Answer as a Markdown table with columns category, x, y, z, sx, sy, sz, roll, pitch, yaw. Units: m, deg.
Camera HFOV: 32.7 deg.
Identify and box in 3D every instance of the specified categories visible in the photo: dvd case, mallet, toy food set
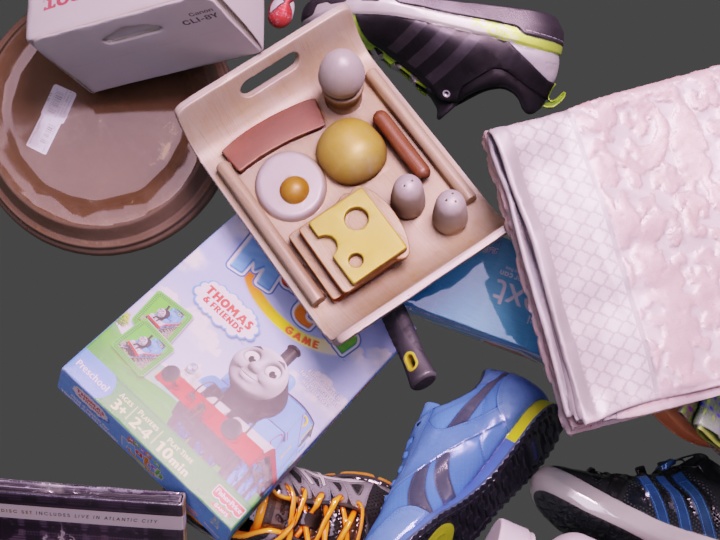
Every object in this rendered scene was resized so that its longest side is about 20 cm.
| category | x | y | z | sx | sy | sz | roll | pitch | yaw |
| --- | --- | --- | --- | --- | --- | --- | --- | --- | --- |
| dvd case | -0.185 | 0.223 | 0.806 | 0.146 | 0.016 | 0.203 | 4 | 119 | 2 |
| mallet | 0.000 | 0.000 | 0.834 | 0.065 | 0.041 | 0.202 | -32 | 54 | 24 |
| toy food set | -0.010 | -0.066 | 0.799 | 0.143 | 0.061 | 0.201 | -33 | 70 | -11 |

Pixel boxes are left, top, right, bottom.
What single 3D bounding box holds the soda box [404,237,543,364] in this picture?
| category | x | y | z | sx | sy | sz | roll | pitch | yaw |
| --- | --- | --- | --- | --- | --- | --- | --- | --- | --- |
| soda box | 0.122 | 0.026 | 0.861 | 0.197 | 0.064 | 0.069 | 20 | 83 | 3 |

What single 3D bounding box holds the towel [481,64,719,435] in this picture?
| category | x | y | z | sx | sy | sz | roll | pitch | yaw |
| --- | --- | --- | --- | --- | --- | --- | --- | --- | --- |
| towel | 0.188 | -0.018 | 0.768 | 0.188 | 0.032 | 0.203 | -15 | 82 | -12 |

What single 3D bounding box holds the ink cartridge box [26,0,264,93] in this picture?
| category | x | y | z | sx | sy | sz | roll | pitch | yaw |
| --- | --- | --- | --- | --- | --- | --- | --- | --- | --- |
| ink cartridge box | -0.144 | -0.239 | 0.842 | 0.143 | 0.083 | 0.203 | -10 | 68 | 20 |

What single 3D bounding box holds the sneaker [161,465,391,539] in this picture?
| category | x | y | z | sx | sy | sz | roll | pitch | yaw |
| --- | --- | --- | --- | --- | --- | --- | --- | --- | --- |
| sneaker | -0.044 | 0.169 | 0.839 | 0.197 | 0.077 | 0.080 | 12 | 81 | 0 |

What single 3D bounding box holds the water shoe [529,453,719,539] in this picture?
| category | x | y | z | sx | sy | sz | roll | pitch | yaw |
| --- | --- | --- | --- | --- | --- | --- | --- | --- | --- |
| water shoe | 0.212 | 0.163 | 0.852 | 0.197 | 0.072 | 0.080 | 22 | 65 | -4 |

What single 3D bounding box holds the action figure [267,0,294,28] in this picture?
| category | x | y | z | sx | sy | sz | roll | pitch | yaw |
| --- | --- | --- | --- | --- | --- | --- | --- | --- | --- |
| action figure | -0.029 | -0.275 | 0.880 | 0.064 | 0.099 | 0.203 | 15 | 86 | -19 |

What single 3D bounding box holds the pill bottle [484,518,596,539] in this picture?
| category | x | y | z | sx | sy | sz | roll | pitch | yaw |
| --- | --- | --- | --- | --- | --- | --- | --- | --- | --- |
| pill bottle | 0.166 | 0.246 | 0.811 | 0.198 | 0.113 | 0.114 | 24 | 84 | 3 |

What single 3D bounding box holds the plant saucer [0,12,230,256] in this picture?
| category | x | y | z | sx | sy | sz | roll | pitch | yaw |
| --- | --- | --- | --- | --- | --- | --- | --- | --- | --- |
| plant saucer | -0.189 | -0.113 | 0.897 | 0.196 | 0.029 | 0.204 | 0 | 84 | 1 |

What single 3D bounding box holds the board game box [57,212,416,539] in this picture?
| category | x | y | z | sx | sy | sz | roll | pitch | yaw |
| --- | --- | --- | --- | --- | --- | --- | --- | --- | --- |
| board game box | -0.078 | 0.058 | 0.828 | 0.151 | 0.037 | 0.200 | 41 | 57 | 7 |

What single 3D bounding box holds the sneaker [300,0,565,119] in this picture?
| category | x | y | z | sx | sy | sz | roll | pitch | yaw |
| --- | --- | --- | --- | --- | --- | --- | --- | --- | --- |
| sneaker | 0.050 | -0.151 | 0.879 | 0.197 | 0.072 | 0.084 | 9 | 98 | 8 |

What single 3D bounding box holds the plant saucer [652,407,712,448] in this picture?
| category | x | y | z | sx | sy | sz | roll | pitch | yaw |
| --- | --- | --- | --- | --- | --- | --- | --- | --- | --- |
| plant saucer | 0.256 | 0.020 | 0.832 | 0.198 | 0.032 | 0.204 | 1 | 88 | -30 |

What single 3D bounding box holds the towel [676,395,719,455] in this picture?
| category | x | y | z | sx | sy | sz | roll | pitch | yaw |
| --- | --- | --- | --- | --- | --- | --- | --- | --- | --- |
| towel | 0.307 | 0.093 | 0.826 | 0.199 | 0.023 | 0.145 | 39 | 73 | -23 |

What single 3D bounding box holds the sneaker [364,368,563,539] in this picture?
| category | x | y | z | sx | sy | sz | roll | pitch | yaw |
| --- | --- | --- | --- | --- | --- | --- | --- | --- | --- |
| sneaker | 0.051 | 0.143 | 0.829 | 0.078 | 0.066 | 0.200 | 30 | 58 | 33 |
